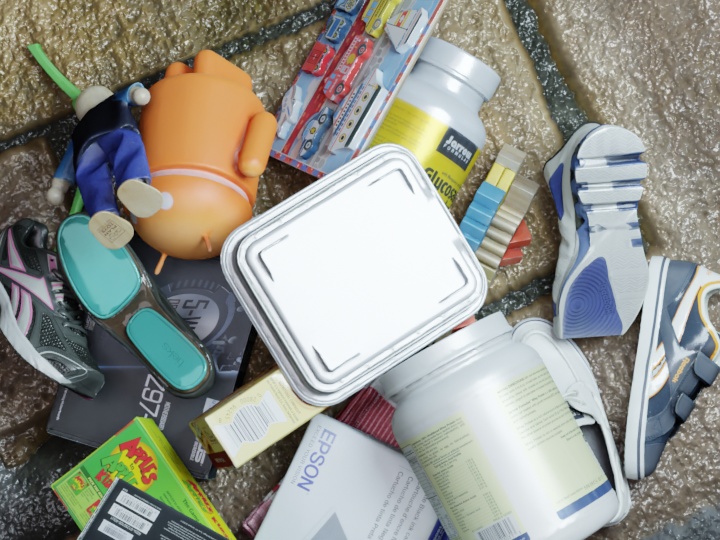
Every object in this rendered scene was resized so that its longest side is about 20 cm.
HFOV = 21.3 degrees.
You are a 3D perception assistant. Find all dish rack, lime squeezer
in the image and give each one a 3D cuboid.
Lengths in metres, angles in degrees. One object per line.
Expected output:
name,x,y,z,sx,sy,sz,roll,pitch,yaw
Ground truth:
dish rack,0.000,0.000,1.622,0.199,0.044,0.172,-32,91,-14
lime squeezer,-0.268,-0.120,1.785,0.070,0.038,0.201,-9,85,4

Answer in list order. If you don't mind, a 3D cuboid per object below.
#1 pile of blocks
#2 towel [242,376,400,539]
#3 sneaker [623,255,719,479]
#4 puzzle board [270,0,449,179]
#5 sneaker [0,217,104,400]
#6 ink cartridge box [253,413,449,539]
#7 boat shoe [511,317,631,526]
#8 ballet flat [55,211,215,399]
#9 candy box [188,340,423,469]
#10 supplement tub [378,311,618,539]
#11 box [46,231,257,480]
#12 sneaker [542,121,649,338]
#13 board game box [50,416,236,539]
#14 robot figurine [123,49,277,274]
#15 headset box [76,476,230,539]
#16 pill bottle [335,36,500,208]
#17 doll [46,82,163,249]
pile of blocks,0.113,-0.015,1.720,0.062,0.082,0.201,26,87,7
towel,0.006,0.208,1.740,0.144,0.023,0.200,42,89,6
sneaker,0.282,0.090,1.698,0.079,0.078,0.201,9,84,11
puzzle board,-0.010,-0.180,1.726,0.017,0.150,0.201,30,88,-36
sneaker,-0.283,0.025,1.723,0.086,0.080,0.200,-43,62,5
ink cartridge box,0.006,0.257,1.704,0.199,0.041,0.201,25,87,5
boat shoe,0.186,0.135,1.708,0.072,0.066,0.201,-19,84,3
ballet flat,-0.202,0.036,1.705,0.068,0.068,0.200,-37,82,-1
candy box,-0.050,0.099,1.682,0.199,0.115,0.055,-33,92,-14
supplement tub,0.115,0.152,1.632,0.144,0.145,0.201,-29,84,2
box,-0.184,0.075,1.757,0.159,0.044,0.201,16,86,7
sneaker,0.210,-0.046,1.713,0.080,0.115,0.201,0,109,-7
board game box,-0.173,0.240,1.686,0.101,0.048,0.200,-38,78,5
robot figurine,-0.146,-0.097,1.716,0.143,0.117,0.201,4,65,4
headset box,-0.134,0.271,1.554,0.173,0.200,0.093,28,73,12
pill bottle,0.044,-0.104,1.719,0.112,0.112,0.201,29,88,7
doll,-0.227,-0.102,1.684,0.048,0.200,0.136,33,112,-34
